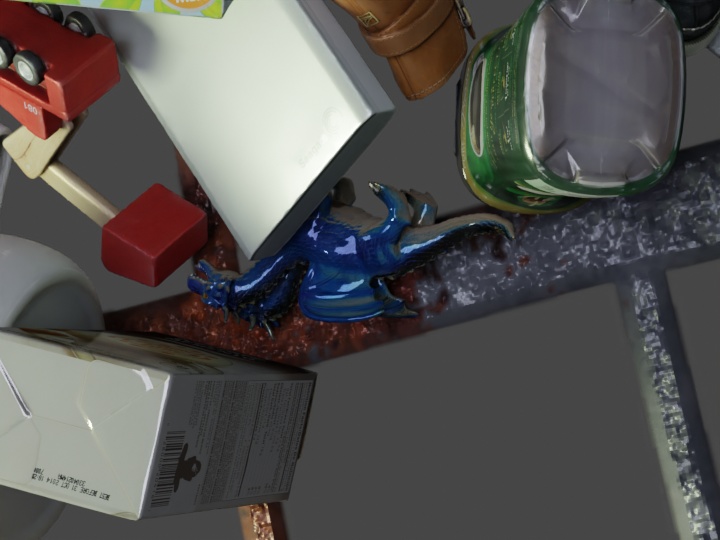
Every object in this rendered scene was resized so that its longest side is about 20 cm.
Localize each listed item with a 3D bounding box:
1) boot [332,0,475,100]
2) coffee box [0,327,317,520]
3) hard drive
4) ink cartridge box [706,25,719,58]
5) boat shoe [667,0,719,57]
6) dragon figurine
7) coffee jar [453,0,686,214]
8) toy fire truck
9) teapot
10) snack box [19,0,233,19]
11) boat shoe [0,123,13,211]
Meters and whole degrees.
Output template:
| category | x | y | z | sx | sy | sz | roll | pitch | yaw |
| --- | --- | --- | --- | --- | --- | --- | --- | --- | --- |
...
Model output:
| category | x | y | z | sx | sy | sz | roll | pitch | yaw |
| --- | --- | --- | --- | --- | --- | --- | --- | --- | --- |
| boot | 0.028 | -0.201 | 1.278 | 0.076 | 0.200 | 0.156 | -20 | 116 | 29 |
| coffee box | -0.117 | 0.081 | 1.260 | 0.114 | 0.200 | 0.080 | 13 | 92 | 20 |
| hard drive | -0.074 | -0.124 | 1.267 | 0.201 | 0.026 | 0.132 | 57 | 131 | 17 |
| ink cartridge box | 0.202 | -0.218 | 1.242 | 0.200 | 0.044 | 0.174 | 41 | 102 | 18 |
| boat shoe | 0.111 | -0.195 | 1.204 | 0.074 | 0.066 | 0.200 | -37 | 74 | -17 |
| dragon figurine | 0.000 | 0.000 | 1.295 | 0.199 | 0.059 | 0.100 | 11 | 93 | 25 |
| coffee jar | 0.103 | -0.084 | 1.193 | 0.085 | 0.200 | 0.105 | 3 | 88 | -8 |
| toy fire truck | -0.180 | -0.089 | 1.334 | 0.199 | 0.142 | 0.049 | 29 | 54 | 28 |
| teapot | -0.241 | 0.067 | 1.301 | 0.145 | 0.197 | 0.201 | 12 | 86 | 19 |
| snack box | -0.130 | -0.237 | 1.183 | 0.141 | 0.053 | 0.201 | 6 | 111 | 5 |
| boat shoe | -0.255 | 0.003 | 1.385 | 0.065 | 0.073 | 0.202 | 12 | 92 | 25 |
